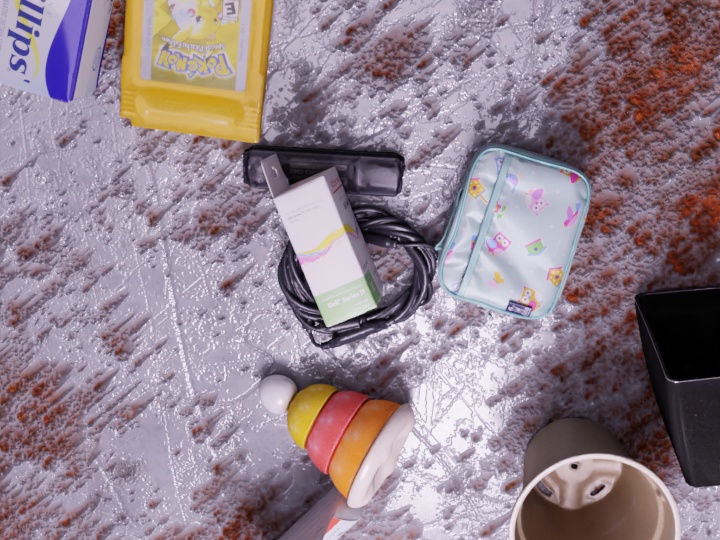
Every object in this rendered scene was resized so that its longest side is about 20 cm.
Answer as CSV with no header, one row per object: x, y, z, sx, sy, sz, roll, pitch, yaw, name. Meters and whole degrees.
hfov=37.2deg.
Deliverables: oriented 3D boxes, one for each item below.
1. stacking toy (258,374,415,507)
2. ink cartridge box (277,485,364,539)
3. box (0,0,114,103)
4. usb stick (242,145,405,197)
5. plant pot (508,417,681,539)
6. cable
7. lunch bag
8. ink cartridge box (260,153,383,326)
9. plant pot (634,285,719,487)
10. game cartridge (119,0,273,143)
-0.043,0.193,1.365,0.199,0.146,0.147,30,107,15,stacking toy
-0.071,0.361,1.356,0.057,0.200,0.163,43,104,-7,ink cartridge box
-0.394,-0.314,1.232,0.197,0.105,0.186,16,107,-2,box
-0.044,-0.122,1.305,0.197,0.033,0.056,3,113,2,usb stick
0.276,0.278,1.321,0.198,0.184,0.203,1,106,4,plant pot
0.000,0.000,1.333,0.198,0.051,0.165,-21,97,7,cable
0.177,-0.044,1.283,0.158,0.077,0.202,17,100,-4,lunch bag
-0.042,-0.050,1.242,0.067,0.117,0.202,-21,99,9,ink cartridge box
0.445,0.142,1.278,0.197,0.200,0.179,-6,117,5,plant pot
-0.196,-0.263,1.273,0.174,0.032,0.203,7,105,1,game cartridge
